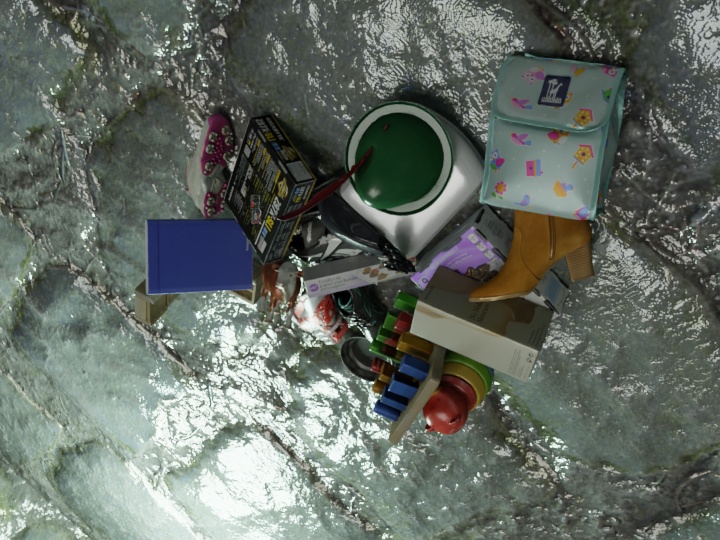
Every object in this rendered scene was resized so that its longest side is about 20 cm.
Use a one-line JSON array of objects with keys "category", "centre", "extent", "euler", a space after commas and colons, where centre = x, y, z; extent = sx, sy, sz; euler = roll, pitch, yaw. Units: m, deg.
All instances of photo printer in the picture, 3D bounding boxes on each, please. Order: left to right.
[{"category": "photo printer", "centre": [0.086, -0.141, 1.181], "extent": [0.166, 0.070, 0.200], "euler": [41, 121, -5]}]

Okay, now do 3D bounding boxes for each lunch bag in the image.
[{"category": "lunch bag", "centre": [0.258, -0.181, 1.030], "extent": [0.168, 0.121, 0.204], "euler": [13, 107, 26]}]

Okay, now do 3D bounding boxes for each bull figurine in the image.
[{"category": "bull figurine", "centre": [-0.146, 0.033, 1.412], "extent": [0.064, 0.200, 0.124], "euler": [11, 98, -14]}]

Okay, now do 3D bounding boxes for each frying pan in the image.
[{"category": "frying pan", "centre": [0.046, 0.171, 1.500], "extent": [0.187, 0.031, 0.117], "euler": [-3, 123, 29]}]

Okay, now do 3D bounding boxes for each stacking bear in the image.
[{"category": "stacking bear", "centre": [0.167, 0.194, 1.325], "extent": [0.120, 0.201, 0.115], "euler": [-17, 115, 39]}]

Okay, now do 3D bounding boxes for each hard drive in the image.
[{"category": "hard drive", "centre": [-0.295, -0.028, 1.420], "extent": [0.025, 0.196, 0.135], "euler": [14, 105, 61]}]

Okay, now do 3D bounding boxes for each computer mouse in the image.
[{"category": "computer mouse", "centre": [-0.004, -0.056, 1.226], "extent": [0.200, 0.138, 0.053], "euler": [43, 95, 17]}]

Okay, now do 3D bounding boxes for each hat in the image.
[{"category": "hat", "centre": [0.023, -0.121, 1.068], "extent": [0.165, 0.176, 0.201], "euler": [40, 121, -1]}]

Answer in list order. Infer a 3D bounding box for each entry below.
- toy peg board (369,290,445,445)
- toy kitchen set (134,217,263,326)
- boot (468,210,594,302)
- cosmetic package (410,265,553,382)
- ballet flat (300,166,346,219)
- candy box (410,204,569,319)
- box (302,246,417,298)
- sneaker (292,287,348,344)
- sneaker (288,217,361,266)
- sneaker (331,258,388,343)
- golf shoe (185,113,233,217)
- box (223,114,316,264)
[{"category": "toy peg board", "centre": [0.071, 0.156, 1.336], "extent": [0.096, 0.201, 0.202], "euler": [22, 134, -4]}, {"category": "toy kitchen set", "centre": [-0.303, 0.010, 1.465], "extent": [0.178, 0.201, 0.165], "euler": [26, 135, 10]}, {"category": "boot", "centre": [0.241, -0.040, 1.139], "extent": [0.197, 0.071, 0.147], "euler": [-16, 91, 8]}, {"category": "cosmetic package", "centre": [0.187, 0.080, 1.191], "extent": [0.197, 0.106, 0.072], "euler": [22, 131, 13]}, {"category": "ballet flat", "centre": [-0.047, -0.125, 1.305], "extent": [0.198, 0.057, 0.067], "euler": [-21, 112, 39]}, {"category": "candy box", "centre": [0.210, 0.021, 1.254], "extent": [0.200, 0.072, 0.168], "euler": [43, 134, -6]}, {"category": "box", "centre": [0.000, 0.000, 1.319], "extent": [0.196, 0.042, 0.039], "euler": [-14, 128, 0]}, {"category": "sneaker", "centre": [-0.064, 0.074, 1.447], "extent": [0.107, 0.068, 0.202], "euler": [34, 152, 2]}, {"category": "sneaker", "centre": [-0.055, -0.060, 1.336], "extent": [0.090, 0.068, 0.198], "euler": [25, 146, -36]}, {"category": "sneaker", "centre": [-0.009, 0.069, 1.418], "extent": [0.074, 0.080, 0.202], "euler": [-16, 117, 31]}, {"category": "golf shoe", "centre": [-0.281, -0.195, 1.384], "extent": [0.091, 0.075, 0.203], "euler": [35, 129, 28]}, {"category": "box", "centre": [-0.161, -0.137, 1.321], "extent": [0.161, 0.049, 0.201], "euler": [53, 139, 24]}]
